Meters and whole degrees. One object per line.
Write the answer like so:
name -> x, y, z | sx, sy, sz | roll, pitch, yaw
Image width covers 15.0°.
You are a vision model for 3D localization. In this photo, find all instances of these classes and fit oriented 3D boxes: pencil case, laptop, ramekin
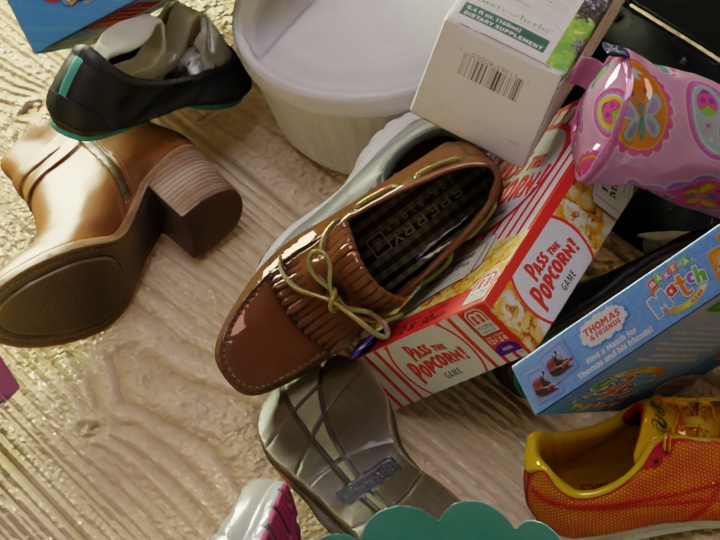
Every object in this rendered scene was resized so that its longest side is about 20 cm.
pencil case -> 0.215, -0.069, 1.567 | 0.199, 0.088, 0.088 | 15, 43, -15
laptop -> 0.226, -0.098, 1.754 | 0.177, 0.103, 0.200 | 37, 90, 40
ramekin -> 0.021, -0.148, 1.801 | 0.201, 0.095, 0.203 | -8, 45, 8

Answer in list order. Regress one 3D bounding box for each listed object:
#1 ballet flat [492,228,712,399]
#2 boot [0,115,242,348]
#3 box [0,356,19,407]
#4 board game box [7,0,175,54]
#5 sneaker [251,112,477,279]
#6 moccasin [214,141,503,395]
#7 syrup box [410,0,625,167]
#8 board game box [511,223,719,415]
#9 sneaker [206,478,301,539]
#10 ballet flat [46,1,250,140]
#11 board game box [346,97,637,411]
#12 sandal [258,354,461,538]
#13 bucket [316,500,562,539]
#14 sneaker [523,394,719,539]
ballet flat -> 0.167, 0.012, 1.626 | 0.199, 0.068, 0.068 | -20, 33, -4
boot -> -0.194, -0.040, 1.767 | 0.200, 0.077, 0.155 | -35, 49, -22
box -> -0.341, 0.080, 1.645 | 0.199, 0.097, 0.176 | 10, 48, 46
board game box -> -0.128, -0.217, 1.831 | 0.195, 0.056, 0.200 | -27, 4, 7
sneaker -> 0.000, -0.020, 1.661 | 0.200, 0.074, 0.079 | -53, 10, -12
moccasin -> 0.001, 0.001, 1.589 | 0.201, 0.074, 0.078 | -32, 6, -2
syrup box -> 0.109, -0.159, 1.659 | 0.078, 0.082, 0.200 | 27, 43, 6
board game box -> 0.198, 0.015, 1.498 | 0.200, 0.151, 0.037 | -37, 71, 25
sneaker -> -0.099, 0.192, 1.512 | 0.088, 0.082, 0.200 | 13, 51, 25
ballet flat -> -0.127, -0.133, 1.776 | 0.068, 0.069, 0.200 | 24, 24, 22
board game box -> 0.091, -0.016, 1.629 | 0.151, 0.046, 0.200 | -27, 23, 53
sandal -> 0.004, 0.125, 1.567 | 0.080, 0.054, 0.200 | -29, 47, -14
bucket -> 0.045, 0.236, 1.389 | 0.206, 0.135, 0.208 | -8, 44, 8
sneaker -> 0.189, 0.103, 1.521 | 0.199, 0.077, 0.073 | -15, 43, -1
